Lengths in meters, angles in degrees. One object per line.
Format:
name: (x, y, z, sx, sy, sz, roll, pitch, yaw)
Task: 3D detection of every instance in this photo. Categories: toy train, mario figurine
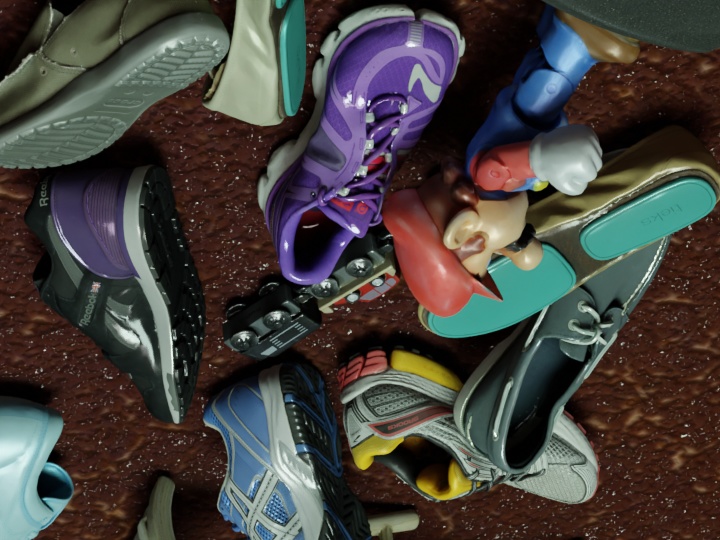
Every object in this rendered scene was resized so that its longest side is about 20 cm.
toy train: (0.000, 0.000, 1.576, 0.200, 0.034, 0.046, -32, 134, 24)
mario figurine: (0.097, -0.056, 1.448, 0.200, 0.106, 0.123, -57, 155, 16)

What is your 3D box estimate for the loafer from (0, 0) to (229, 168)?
loafer: (-0.152, -0.114, 1.420, 0.200, 0.070, 0.075, -26, 161, 34)

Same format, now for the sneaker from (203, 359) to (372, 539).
sneaker: (-0.044, 0.160, 1.664, 0.077, 0.201, 0.076, -13, 180, 23)

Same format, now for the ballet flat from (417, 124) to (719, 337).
ballet flat: (0.122, -0.024, 1.541, 0.200, 0.063, 0.069, -26, 135, 10)

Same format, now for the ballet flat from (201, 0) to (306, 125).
ballet flat: (-0.058, -0.157, 1.385, 0.069, 0.070, 0.200, 0, 137, -8)

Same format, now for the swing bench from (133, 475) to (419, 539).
swing bench: (-0.077, 0.261, 1.776, 0.199, 0.130, 0.199, 8, 136, -17)

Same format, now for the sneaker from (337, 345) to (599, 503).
sneaker: (0.069, 0.121, 1.674, 0.199, 0.082, 0.078, 19, 143, -26)

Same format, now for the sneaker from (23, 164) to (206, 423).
sneaker: (-0.149, 0.011, 1.556, 0.087, 0.076, 0.200, 2, 135, 12)

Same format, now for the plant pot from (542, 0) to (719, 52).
plant pot: (0.169, -0.225, 1.258, 0.200, 0.200, 0.177, -28, 145, 21)

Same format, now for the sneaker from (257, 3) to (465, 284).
sneaker: (0.004, -0.068, 1.469, 0.080, 0.084, 0.200, 11, 134, -19)

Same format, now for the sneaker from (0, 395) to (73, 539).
sneaker: (-0.231, 0.162, 1.689, 0.082, 0.074, 0.200, 5, 137, -9)

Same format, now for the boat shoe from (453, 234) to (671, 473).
boat shoe: (0.134, 0.040, 1.585, 0.073, 0.062, 0.200, 27, 107, -32)
